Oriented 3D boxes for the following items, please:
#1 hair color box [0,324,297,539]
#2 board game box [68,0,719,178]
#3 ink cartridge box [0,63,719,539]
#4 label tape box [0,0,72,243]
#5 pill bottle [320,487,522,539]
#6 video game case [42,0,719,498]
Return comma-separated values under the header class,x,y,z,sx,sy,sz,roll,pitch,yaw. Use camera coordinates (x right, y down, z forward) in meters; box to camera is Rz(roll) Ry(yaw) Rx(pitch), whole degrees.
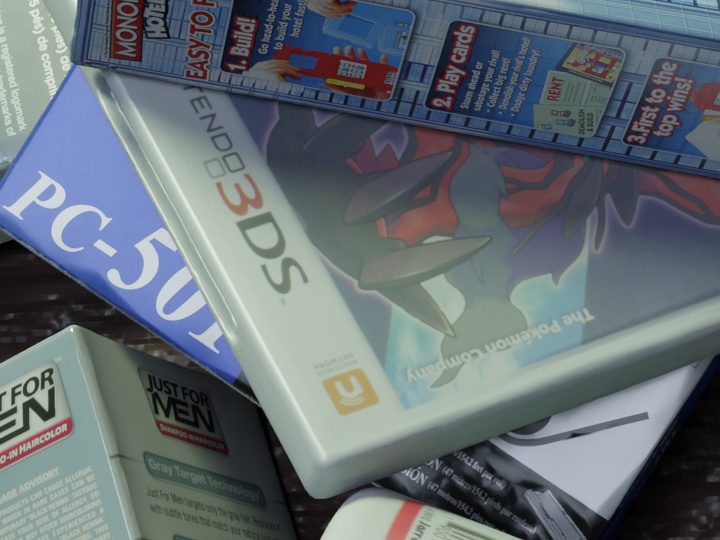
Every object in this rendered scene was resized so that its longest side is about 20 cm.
class,x,y,z,sx,sy,sz,roll,pitch,yaw
hair color box,-0.051,0.124,0.821,0.060,0.099,0.201,-27,66,21
board game box,0.017,-0.116,0.785,0.199,0.062,0.201,-2,57,-14
ink cartridge box,0.000,0.000,0.822,0.200,0.044,0.094,33,95,11
label tape box,-0.107,-0.091,0.921,0.199,0.063,0.145,-19,69,12
pill bottle,0.071,0.137,0.722,0.199,0.109,0.109,21,87,7
video game case,0.035,-0.046,0.792,0.199,0.023,0.183,-18,62,-23
